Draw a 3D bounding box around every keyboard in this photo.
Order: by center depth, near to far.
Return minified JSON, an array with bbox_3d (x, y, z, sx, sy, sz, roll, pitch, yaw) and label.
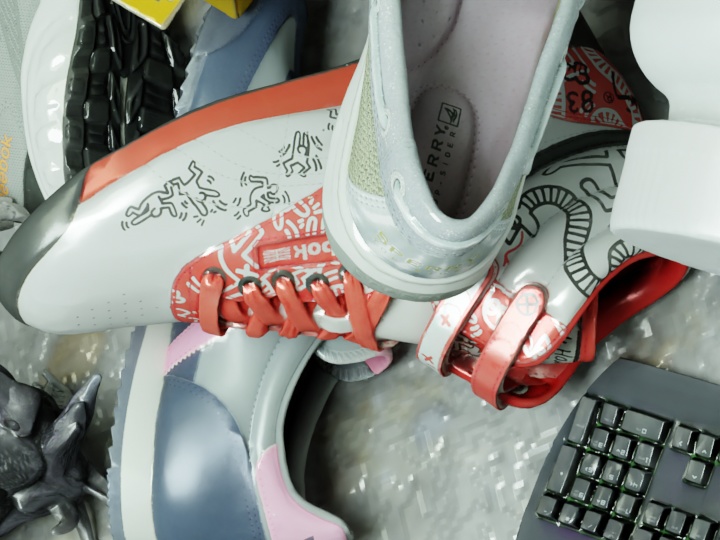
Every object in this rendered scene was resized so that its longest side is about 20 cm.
[{"bbox_3d":[0.127,0.106,0.815,0.200,0.021,0.128,16,87,35],"label":"keyboard"}]

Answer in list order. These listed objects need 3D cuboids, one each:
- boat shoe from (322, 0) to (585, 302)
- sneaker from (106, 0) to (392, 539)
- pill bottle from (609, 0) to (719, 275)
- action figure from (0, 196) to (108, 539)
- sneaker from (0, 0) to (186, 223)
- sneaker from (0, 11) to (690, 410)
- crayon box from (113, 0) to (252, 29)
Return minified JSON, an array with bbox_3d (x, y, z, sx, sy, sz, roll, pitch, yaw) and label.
[{"bbox_3d":[0.035,-0.093,0.814,0.065,0.074,0.203,135,150,-69],"label":"boat shoe"},{"bbox_3d":[-0.025,-0.001,0.924,0.082,0.070,0.201,7,79,11],"label":"sneaker"},{"bbox_3d":[0.138,-0.096,0.805,0.109,0.109,0.201,12,85,34],"label":"pill bottle"},{"bbox_3d":[-0.151,0.023,0.957,0.119,0.200,0.102,-45,16,43],"label":"action figure"},{"bbox_3d":[-0.100,-0.111,0.987,0.079,0.074,0.201,-2,76,41],"label":"sneaker"},{"bbox_3d":[0.001,-0.001,0.851,0.201,0.067,0.108,-23,67,-13],"label":"sneaker"},{"bbox_3d":[-0.054,-0.171,0.920,0.126,0.052,0.200,31,72,13],"label":"crayon box"}]
